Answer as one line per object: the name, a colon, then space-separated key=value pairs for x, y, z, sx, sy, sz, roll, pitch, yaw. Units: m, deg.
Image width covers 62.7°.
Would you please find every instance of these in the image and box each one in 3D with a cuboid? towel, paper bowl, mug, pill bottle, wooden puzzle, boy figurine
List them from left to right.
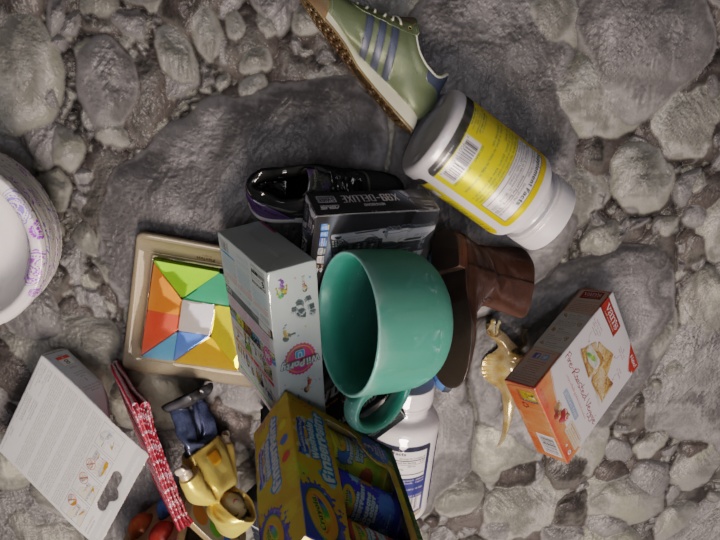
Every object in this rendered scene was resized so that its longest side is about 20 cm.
paper bowl: x=-0.447 y=-0.043 z=0.675 sx=0.195 sy=0.105 sz=0.206 roll=-2 pitch=110 yaw=-6
towel: x=-0.279 y=0.231 z=0.786 sx=0.022 sy=0.144 sz=0.205 roll=-23 pitch=114 yaw=-28
wooden puzzle: x=-0.213 y=0.060 z=0.780 sx=0.180 sy=0.037 sz=0.205 roll=10 pitch=109 yaw=-11
boy figurine: x=-0.202 y=0.261 z=0.789 sx=0.063 sy=0.124 sz=0.204 roll=-24 pitch=84 yaw=17
mug: x=0.028 y=0.067 z=0.661 sx=0.112 sy=0.154 sz=0.187 roll=-2 pitch=135 yaw=-28
pill bottle: x=0.054 y=0.245 z=0.844 sx=0.108 sy=0.111 sz=0.205 roll=3 pitch=110 yaw=-8
pill bottle: x=0.158 y=-0.116 z=0.722 sx=0.198 sy=0.115 sz=0.115 roll=31 pitch=104 yaw=-17

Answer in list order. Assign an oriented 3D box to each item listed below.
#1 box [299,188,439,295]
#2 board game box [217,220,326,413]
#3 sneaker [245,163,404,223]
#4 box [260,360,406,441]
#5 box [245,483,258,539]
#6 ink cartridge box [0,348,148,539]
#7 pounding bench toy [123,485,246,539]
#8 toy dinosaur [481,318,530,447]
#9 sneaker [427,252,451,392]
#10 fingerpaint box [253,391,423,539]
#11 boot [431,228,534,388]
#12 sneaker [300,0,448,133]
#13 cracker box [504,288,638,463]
box: x=0.000 y=0.000 z=0.732 sx=0.154 sy=0.050 sz=0.203 roll=-4 pitch=129 yaw=-21
board game box: x=-0.106 y=0.062 z=0.710 sx=0.063 sy=0.147 sz=0.205 roll=-15 pitch=118 yaw=-28
sneaker: x=-0.039 y=-0.091 z=0.707 sx=0.194 sy=0.088 sz=0.078 roll=-4 pitch=83 yaw=-7
box: x=-0.045 y=0.188 z=0.783 sx=0.198 sy=0.160 sz=0.046 roll=-37 pitch=116 yaw=8
box: x=-0.053 y=0.396 z=0.841 sx=0.179 sy=0.104 sz=0.205 roll=7 pitch=116 yaw=37
ink cartridge box: x=-0.365 y=0.227 z=0.771 sx=0.198 sy=0.050 sz=0.164 roll=35 pitch=105 yaw=10
pounding bench toy: x=-0.294 y=0.437 z=0.862 sx=0.198 sy=0.125 sz=0.157 roll=-35 pitch=111 yaw=7
toy dinosaur: x=0.230 y=0.155 z=0.874 sx=0.098 sy=0.058 sz=0.205 roll=-7 pitch=105 yaw=12
sneaker: x=0.103 y=0.071 z=0.815 sx=0.076 sy=0.066 sz=0.205 roll=1 pitch=109 yaw=2
fingerpaint box: x=-0.022 y=0.242 z=0.611 sx=0.165 sy=0.201 sz=0.074 roll=34 pitch=104 yaw=-23
boot: x=0.164 y=0.051 z=0.745 sx=0.198 sy=0.063 sz=0.192 roll=12 pitch=78 yaw=-48
sneaker: x=0.024 y=-0.264 z=0.680 sx=0.090 sy=0.067 sz=0.200 roll=-43 pitch=110 yaw=1
cracker box: x=0.297 y=0.141 z=0.818 sx=0.199 sy=0.057 sz=0.136 roll=-42 pitch=115 yaw=-26
